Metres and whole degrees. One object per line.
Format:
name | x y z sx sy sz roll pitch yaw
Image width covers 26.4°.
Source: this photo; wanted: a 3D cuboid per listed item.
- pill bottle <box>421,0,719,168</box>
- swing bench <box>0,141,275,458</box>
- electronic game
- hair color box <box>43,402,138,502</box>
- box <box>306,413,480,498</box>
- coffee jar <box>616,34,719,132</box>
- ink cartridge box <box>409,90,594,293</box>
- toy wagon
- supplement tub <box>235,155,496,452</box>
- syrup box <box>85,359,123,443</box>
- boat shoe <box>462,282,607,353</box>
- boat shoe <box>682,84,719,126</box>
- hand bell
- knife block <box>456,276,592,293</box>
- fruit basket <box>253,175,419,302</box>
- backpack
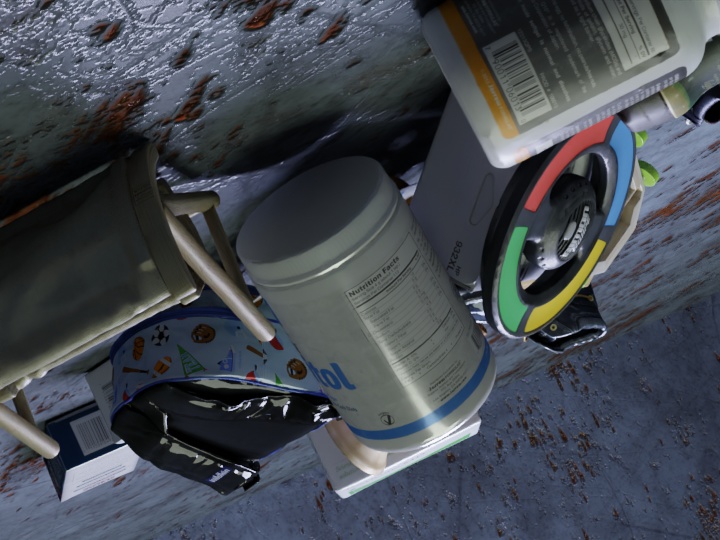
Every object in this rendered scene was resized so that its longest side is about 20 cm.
pill bottle | 0.150 -0.158 0.991 0.200 0.117 0.116 -27 169 5
swing bench | -0.190 0.019 1.027 0.199 0.130 0.200 -27 164 7
electronic game | 0.158 -0.038 1.208 0.200 0.042 0.200 -39 145 -34
hair color box | -0.307 0.204 1.760 0.100 0.061 0.200 -22 168 -19
box | 0.020 0.145 1.868 0.199 0.200 0.171 -25 168 -2
coffee jar | 0.265 -0.189 1.145 0.200 0.105 0.085 -30 168 14
ink cartridge box | 0.132 -0.072 1.268 0.200 0.084 0.145 -9 123 -57
toy wagon | 0.240 -0.083 1.569 0.155 0.040 0.200 -53 143 -19
supplement tub | 0.007 0.028 1.172 0.132 0.200 0.132 -25 -153 14
syrup box | -0.180 0.114 1.588 0.081 0.079 0.200 -33 167 28
boat shoe | 0.179 0.046 1.699 0.200 0.091 0.071 -9 151 -23
boat shoe | 0.276 -0.157 1.340 0.075 0.093 0.200 -24 169 -9
hand bell | 0.063 0.127 1.697 0.200 0.104 0.104 -40 165 17
knife block | 0.146 -0.009 1.624 0.175 0.064 0.200 -38 142 -5
fruit basket | 0.014 -0.032 1.332 0.185 0.094 0.200 -35 169 38
backpack | -0.130 0.095 1.390 0.190 0.154 0.200 9 144 -37
